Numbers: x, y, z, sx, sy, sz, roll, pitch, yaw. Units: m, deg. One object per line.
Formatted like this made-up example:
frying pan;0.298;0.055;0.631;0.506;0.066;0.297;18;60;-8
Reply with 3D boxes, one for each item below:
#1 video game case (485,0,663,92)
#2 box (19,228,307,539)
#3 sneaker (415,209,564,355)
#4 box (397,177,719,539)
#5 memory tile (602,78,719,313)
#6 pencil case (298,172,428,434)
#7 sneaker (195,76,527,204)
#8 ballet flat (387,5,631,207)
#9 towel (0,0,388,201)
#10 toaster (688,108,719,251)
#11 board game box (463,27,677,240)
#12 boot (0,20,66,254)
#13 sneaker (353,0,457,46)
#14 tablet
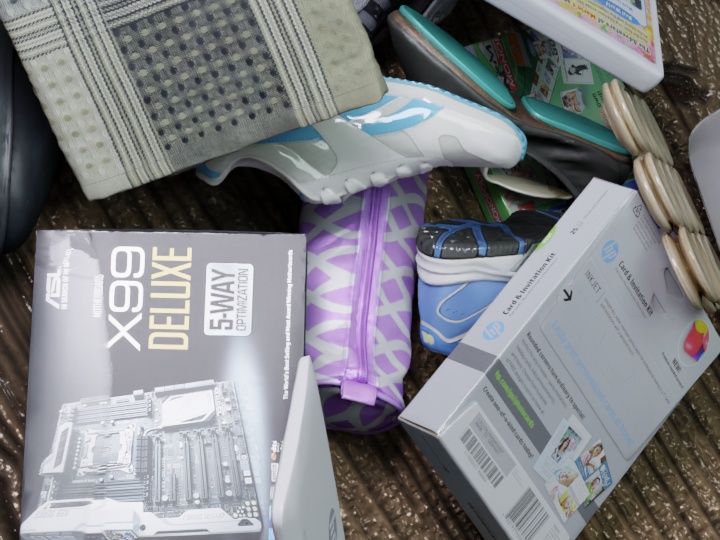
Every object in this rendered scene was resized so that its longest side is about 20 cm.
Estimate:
video game case;0.103;-0.220;1.479;0.200;0.024;0.182;27;42;-27
box;-0.110;0.078;1.347;0.157;0.050;0.201;2;75;0
sneaker;0.108;0.008;1.495;0.200;0.076;0.077;-3;108;-38
box;0.127;0.068;1.453;0.200;0.041;0.156;-50;131;-16
memory tile;0.196;-0.044;1.504;0.017;0.200;0.154;-25;83;11
pencil case;0.000;0.000;1.458;0.084;0.085;0.201;14;66;-20
sneaker;-0.001;-0.077;1.412;0.199;0.077;0.081;8;90;-1
ballet flat;0.086;-0.092;1.509;0.200;0.068;0.068;29;16;-23
towel;-0.105;-0.150;1.304;0.035;0.192;0.200;-84;153;-65
toaster;0.335;-0.038;1.599;0.181;0.119;0.200;-5;73;-48
board game box;0.137;-0.067;1.588;0.134;0.029;0.200;-18;80;-30
boot;-0.151;-0.091;1.418;0.168;0.076;0.201;9;61;-20
sneaker;-0.011;-0.185;1.497;0.075;0.114;0.200;21;43;31
tablet;-0.024;0.161;1.319;0.014;0.200;0.130;-1;39;8
